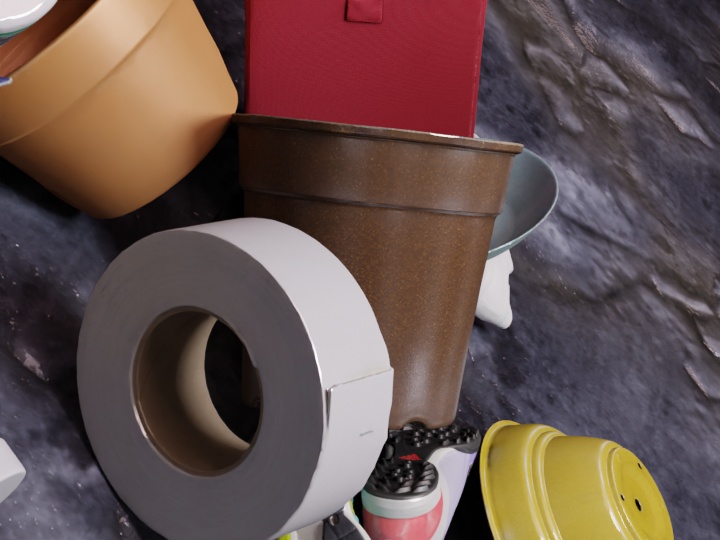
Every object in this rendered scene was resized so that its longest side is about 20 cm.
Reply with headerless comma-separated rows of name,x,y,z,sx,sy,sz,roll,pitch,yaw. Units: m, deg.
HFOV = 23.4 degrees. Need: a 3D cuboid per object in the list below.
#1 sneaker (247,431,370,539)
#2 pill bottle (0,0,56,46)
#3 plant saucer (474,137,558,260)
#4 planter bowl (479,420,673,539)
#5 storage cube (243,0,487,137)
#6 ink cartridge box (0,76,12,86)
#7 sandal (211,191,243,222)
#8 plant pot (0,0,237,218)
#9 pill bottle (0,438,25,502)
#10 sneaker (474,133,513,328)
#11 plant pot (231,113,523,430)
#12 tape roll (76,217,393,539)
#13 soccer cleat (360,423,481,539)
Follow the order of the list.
sneaker,-0.031,0.175,1.152,0.200,0.077,0.080,-109,178,-46
pill bottle,-0.272,-0.183,1.107,0.113,0.200,0.113,6,79,-31
plant saucer,0.064,-0.046,1.433,0.201,0.201,0.039,-72,158,-54
planter bowl,0.178,0.190,1.304,0.200,0.083,0.201,45,29,-33
storage cube,0.001,-0.176,1.335,0.200,0.180,0.171,2,36,-3
ink cartridge box,-0.338,-0.108,1.008,0.199,0.041,0.200,8,25,19
sandal,-0.066,-0.045,1.354,0.075,0.048,0.201,39,32,-12
plant pot,-0.179,-0.131,1.202,0.140,0.200,0.200,50,29,-26
pill bottle,-0.275,0.057,0.945,0.200,0.111,0.111,51,33,6
sneaker,0.099,-0.032,1.525,0.088,0.075,0.200,42,33,-36
plant pot,0.000,0.000,1.191,0.200,0.200,0.199,3,96,-48
tape roll,-0.080,0.070,1.072,0.071,0.202,0.203,-11,63,-54
soccer cleat,0.043,0.161,1.256,0.068,0.073,0.200,5,13,13
